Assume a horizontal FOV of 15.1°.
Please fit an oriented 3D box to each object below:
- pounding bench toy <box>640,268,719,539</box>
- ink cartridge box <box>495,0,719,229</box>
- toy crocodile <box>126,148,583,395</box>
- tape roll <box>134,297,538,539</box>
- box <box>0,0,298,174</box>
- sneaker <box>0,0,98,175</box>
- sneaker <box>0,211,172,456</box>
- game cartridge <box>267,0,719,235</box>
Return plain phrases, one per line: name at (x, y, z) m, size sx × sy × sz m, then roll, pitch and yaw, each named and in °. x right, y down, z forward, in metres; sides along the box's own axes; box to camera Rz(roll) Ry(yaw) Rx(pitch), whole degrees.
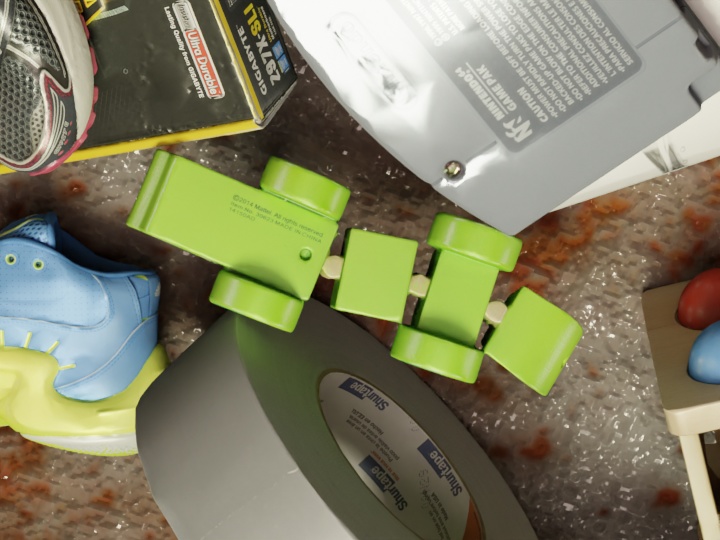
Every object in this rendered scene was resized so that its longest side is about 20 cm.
pounding bench toy at (0.239, 0.065, 1.203) m, size 0.200 × 0.124 × 0.156 m, roll -13°, pitch 113°, yaw 6°
ink cartridge box at (0.122, -0.123, 1.140) m, size 0.200 × 0.083 × 0.147 m, roll -18°, pitch 114°, yaw 9°
toy crocodile at (0.000, 0.000, 1.144) m, size 0.200 × 0.062 × 0.068 m, roll 18°, pitch 89°, yaw -6°
tape roll at (-0.004, 0.103, 1.180) m, size 0.200 × 0.200 × 0.066 m, roll 42°, pitch 109°, yaw -17°
box at (-0.134, -0.144, 1.126) m, size 0.160 × 0.049 × 0.200 m, roll -7°, pitch 117°, yaw 28°
sneaker at (-0.183, -0.119, 1.085) m, size 0.081 × 0.075 × 0.200 m, roll -25°, pitch 108°, yaw 32°
sneaker at (-0.180, 0.019, 1.225) m, size 0.200 × 0.076 × 0.105 m, roll 8°, pitch 96°, yaw -3°
game cartridge at (0.040, -0.114, 1.074) m, size 0.133 × 0.040 × 0.200 m, roll -35°, pitch 114°, yaw 12°
